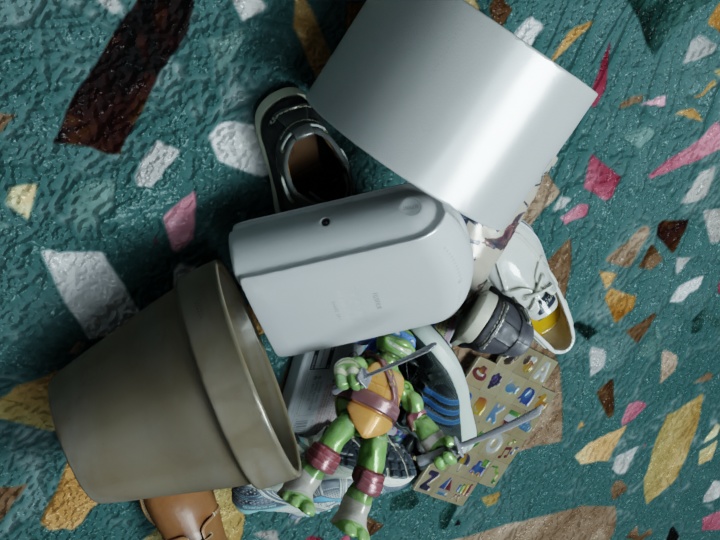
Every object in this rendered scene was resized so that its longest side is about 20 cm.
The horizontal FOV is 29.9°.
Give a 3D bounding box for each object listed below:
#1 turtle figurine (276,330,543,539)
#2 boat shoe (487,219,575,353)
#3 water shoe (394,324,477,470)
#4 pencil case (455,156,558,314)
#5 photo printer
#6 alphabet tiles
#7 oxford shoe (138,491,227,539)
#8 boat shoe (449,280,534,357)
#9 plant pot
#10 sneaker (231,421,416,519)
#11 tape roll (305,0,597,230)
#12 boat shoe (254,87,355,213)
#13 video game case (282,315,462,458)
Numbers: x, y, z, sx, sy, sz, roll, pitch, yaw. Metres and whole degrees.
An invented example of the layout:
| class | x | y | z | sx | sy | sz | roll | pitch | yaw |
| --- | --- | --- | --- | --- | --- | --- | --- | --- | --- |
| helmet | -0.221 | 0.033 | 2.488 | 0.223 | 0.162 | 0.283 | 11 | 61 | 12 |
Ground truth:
| class | x | y | z | sx | sy | sz | roll | pitch | yaw |
| --- | --- | --- | --- | --- | --- | --- | --- | --- | --- |
| turtle figurine | 0.022 | 0.148 | 1.225 | 0.194 | 0.200 | 0.144 | -62 | 148 | -5 |
| boat shoe | 0.175 | 0.018 | 1.385 | 0.071 | 0.070 | 0.200 | -37 | 134 | -8 |
| water shoe | 0.065 | 0.130 | 1.355 | 0.079 | 0.072 | 0.200 | -30 | 132 | -11 |
| pencil case | 0.106 | -0.054 | 1.281 | 0.089 | 0.078 | 0.200 | 23 | 106 | -28 |
| photo printer | 0.000 | 0.000 | 1.182 | 0.199 | 0.070 | 0.167 | -13 | 149 | 3 |
| alphabet tiles | 0.139 | 0.171 | 1.497 | 0.166 | 0.006 | 0.200 | 26 | 99 | -47 |
| oxford shoe | -0.160 | 0.257 | 1.320 | 0.071 | 0.071 | 0.200 | -30 | 131 | -12 |
| boat shoe | 0.130 | 0.056 | 1.303 | 0.073 | 0.063 | 0.200 | -60 | 178 | 1 |
| plant pot | -0.164 | 0.113 | 1.151 | 0.173 | 0.200 | 0.200 | -21 | 132 | -1 |
| sneaker | -0.040 | 0.203 | 1.342 | 0.199 | 0.078 | 0.087 | 5 | 129 | -29 |
| tape roll | 0.073 | -0.145 | 1.109 | 0.202 | 0.203 | 0.139 | 25 | 105 | -43 |
| boat shoe | -0.036 | -0.066 | 1.183 | 0.072 | 0.068 | 0.200 | -33 | 137 | -12 |
| video game case | 0.003 | 0.119 | 1.370 | 0.181 | 0.024 | 0.201 | -1 | 120 | -35 |
